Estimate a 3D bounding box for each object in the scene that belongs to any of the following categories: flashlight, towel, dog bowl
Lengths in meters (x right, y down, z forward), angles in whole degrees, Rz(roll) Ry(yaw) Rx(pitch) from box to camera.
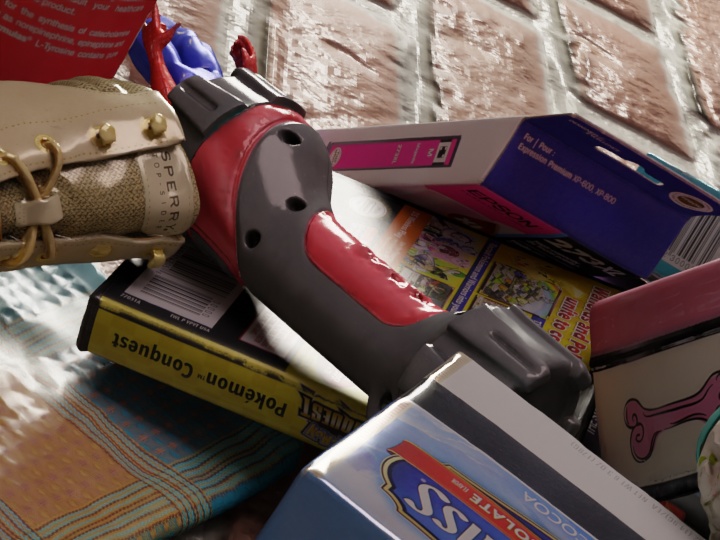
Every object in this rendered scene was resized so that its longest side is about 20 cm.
[{"bbox_3d":[0.000,0.000,0.878,0.068,0.068,0.200,-10,35,-40],"label":"flashlight"},{"bbox_3d":[-0.117,0.044,0.863,0.146,0.022,0.200,40,25,15],"label":"towel"},{"bbox_3d":[0.172,0.020,0.903,0.200,0.199,0.074,-15,85,-59],"label":"dog bowl"}]

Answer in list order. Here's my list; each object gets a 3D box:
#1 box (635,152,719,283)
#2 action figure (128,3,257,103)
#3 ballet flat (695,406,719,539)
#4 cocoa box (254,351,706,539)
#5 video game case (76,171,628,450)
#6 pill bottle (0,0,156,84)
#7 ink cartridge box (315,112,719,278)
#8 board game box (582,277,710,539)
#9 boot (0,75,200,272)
[{"bbox_3d":[0.192,0.014,1.171,0.082,0.049,0.200,33,1,36],"label":"box"},{"bbox_3d":[-0.078,-0.088,1.129,0.065,0.052,0.200,13,33,-45],"label":"action figure"},{"bbox_3d":[0.168,0.111,0.806,0.064,0.076,0.200,31,-12,49],"label":"ballet flat"},{"bbox_3d":[0.051,0.146,0.740,0.200,0.134,0.131,38,24,10],"label":"cocoa box"},{"bbox_3d":[0.007,0.019,0.960,0.180,0.026,0.200,22,23,6],"label":"video game case"},{"bbox_3d":[-0.123,-0.143,0.984,0.112,0.200,0.112,27,25,-14],"label":"pill bottle"},{"bbox_3d":[0.061,-0.030,1.057,0.094,0.037,0.200,28,-16,-29],"label":"ink cartridge box"},{"bbox_3d":[0.132,0.081,1.057,0.165,0.057,0.200,33,24,-2],"label":"board game box"},{"bbox_3d":[-0.121,-0.020,0.836,0.155,0.073,0.200,-2,18,-28],"label":"boot"}]
